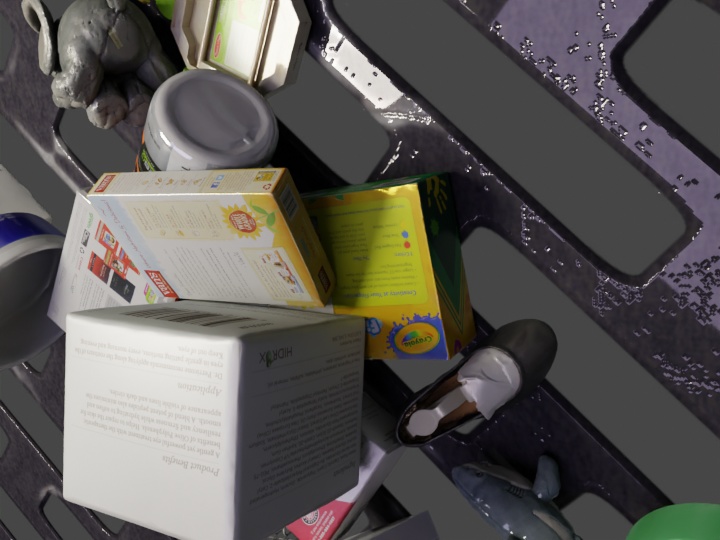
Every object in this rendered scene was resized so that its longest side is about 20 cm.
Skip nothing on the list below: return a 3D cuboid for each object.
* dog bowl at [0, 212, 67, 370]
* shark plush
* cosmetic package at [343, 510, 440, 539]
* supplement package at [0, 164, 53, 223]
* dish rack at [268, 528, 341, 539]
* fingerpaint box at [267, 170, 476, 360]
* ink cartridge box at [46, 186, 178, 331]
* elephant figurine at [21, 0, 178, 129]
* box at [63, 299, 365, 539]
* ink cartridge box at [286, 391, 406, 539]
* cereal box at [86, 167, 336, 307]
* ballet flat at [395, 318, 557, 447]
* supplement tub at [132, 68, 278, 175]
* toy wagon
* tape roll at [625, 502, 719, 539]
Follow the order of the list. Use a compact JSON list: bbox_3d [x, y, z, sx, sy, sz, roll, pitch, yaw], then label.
[{"bbox_3d":[-0.448,0.028,0.936,0.079,0.200,0.200,36,122,19],"label":"dog bowl"},{"bbox_3d":[0.154,0.263,0.675,0.091,0.083,0.200,-58,37,39],"label":"shark plush"},{"bbox_3d":[-0.032,0.321,0.768,0.151,0.200,0.052,-35,71,43],"label":"cosmetic package"},{"bbox_3d":[-0.537,-0.028,1.020,0.121,0.120,0.200,43,123,13],"label":"supplement package"},{"bbox_3d":[-0.119,0.285,0.911,0.200,0.055,0.154,-6,104,32],"label":"dish rack"},{"bbox_3d":[0.000,0.000,0.729,0.200,0.073,0.167,-5,103,33],"label":"fingerpaint box"},{"bbox_3d":[-0.279,0.022,0.900,0.175,0.084,0.200,38,122,16],"label":"ink cartridge box"},{"bbox_3d":[-0.306,-0.245,0.807,0.200,0.141,0.155,37,93,38],"label":"elephant figurine"},{"bbox_3d":[-0.126,0.122,0.665,0.199,0.200,0.172,4,93,30],"label":"box"},{"bbox_3d":[-0.067,0.180,0.802,0.200,0.086,0.148,36,106,18],"label":"ink cartridge box"},{"bbox_3d":[-0.136,-0.029,0.683,0.200,0.040,0.144,3,139,24],"label":"cereal box"},{"bbox_3d":[0.106,0.120,0.707,0.068,0.068,0.200,51,124,9],"label":"ballet flat"},{"bbox_3d":[-0.168,-0.096,0.750,0.123,0.122,0.200,49,142,8],"label":"supplement tub"},{"bbox_3d":[-0.142,-0.261,0.748,0.200,0.040,0.155,31,120,20],"label":"toy wagon"},{"bbox_3d":[0.317,0.292,0.623,0.200,0.048,0.201,21,130,28],"label":"tape roll"}]
